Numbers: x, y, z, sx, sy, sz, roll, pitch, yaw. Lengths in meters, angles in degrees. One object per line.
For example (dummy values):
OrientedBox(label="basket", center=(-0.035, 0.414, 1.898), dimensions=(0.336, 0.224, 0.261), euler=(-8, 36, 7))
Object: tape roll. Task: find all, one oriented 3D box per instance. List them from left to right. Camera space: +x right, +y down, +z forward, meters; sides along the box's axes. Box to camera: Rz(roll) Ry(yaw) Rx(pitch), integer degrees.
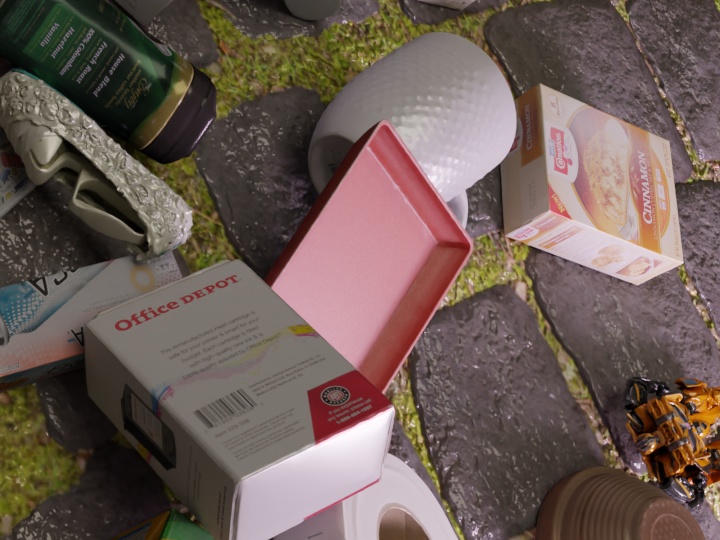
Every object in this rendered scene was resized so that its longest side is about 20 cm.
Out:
OrientedBox(label="tape roll", center=(0.015, 0.250, 1.306), dimensions=(0.202, 0.070, 0.204), euler=(45, 31, -36))

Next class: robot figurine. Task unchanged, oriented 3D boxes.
OrientedBox(label="robot figurine", center=(0.340, 0.169, 1.663), dimensions=(0.199, 0.058, 0.146), euler=(4, 57, -55))

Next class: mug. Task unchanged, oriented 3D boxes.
OrientedBox(label="mug", center=(0.046, -0.100, 1.522), dimensions=(0.175, 0.147, 0.202), euler=(-36, 117, -40))

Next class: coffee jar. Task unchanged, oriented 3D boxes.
OrientedBox(label="coffee jar", center=(-0.212, -0.170, 1.318), dimensions=(0.199, 0.104, 0.086), euler=(34, 94, -22))

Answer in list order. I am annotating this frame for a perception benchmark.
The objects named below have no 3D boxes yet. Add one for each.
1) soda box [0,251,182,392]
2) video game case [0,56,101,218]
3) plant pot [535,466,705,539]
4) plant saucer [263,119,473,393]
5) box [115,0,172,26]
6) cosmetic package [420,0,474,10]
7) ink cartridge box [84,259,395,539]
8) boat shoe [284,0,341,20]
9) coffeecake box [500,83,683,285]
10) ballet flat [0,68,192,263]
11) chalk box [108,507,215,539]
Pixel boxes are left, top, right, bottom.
OrientedBox(label="soda box", center=(-0.225, 0.039, 1.256), dimensions=(0.199, 0.063, 0.069), euler=(-16, 80, -45))
OrientedBox(label="video game case", center=(-0.314, -0.144, 1.302), dimensions=(0.182, 0.023, 0.200), euler=(49, 46, -10))
OrientedBox(label="plant pot", center=(0.269, 0.278, 1.544), dimensions=(0.200, 0.092, 0.203), euler=(20, 56, -34))
OrientedBox(label="plant saucer", center=(0.000, 0.000, 1.405), dimensions=(0.201, 0.036, 0.200), euler=(-57, 140, -16))
OrientedBox(label="box", center=(-0.185, -0.360, 1.403), dimensions=(0.199, 0.199, 0.131), euler=(42, 45, -17))
OrientedBox(label="cosmetic package", center=(0.095, -0.395, 1.735), dimensions=(0.071, 0.105, 0.202), euler=(5, 64, -39))
OrientedBox(label="ink cartridge box", center=(-0.093, 0.097, 1.203), dimensions=(0.147, 0.086, 0.200), euler=(-22, 46, -32))
OrientedBox(label="boat shoe", center=(-0.059, -0.311, 1.520), dimensions=(0.200, 0.071, 0.068), euler=(55, 24, -68))
OrientedBox(label="coffeecake box", center=(0.245, -0.090, 1.727), dimensions=(0.199, 0.073, 0.155), euler=(18, 59, -33))
OrientedBox(label="ballet flat", center=(-0.219, -0.080, 1.268), dimensions=(0.199, 0.072, 0.072), euler=(37, 47, -2))
OrientedBox(label="chalk box", center=(-0.113, 0.289, 1.183), dimensions=(0.200, 0.124, 0.124), euler=(39, 48, -20))
